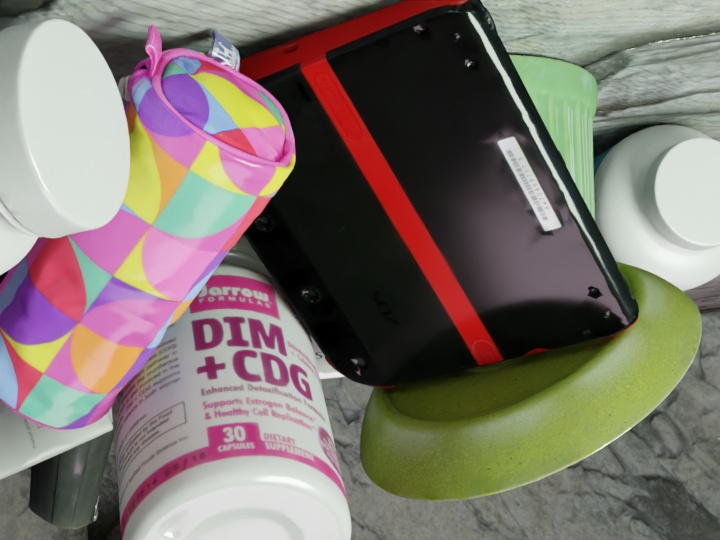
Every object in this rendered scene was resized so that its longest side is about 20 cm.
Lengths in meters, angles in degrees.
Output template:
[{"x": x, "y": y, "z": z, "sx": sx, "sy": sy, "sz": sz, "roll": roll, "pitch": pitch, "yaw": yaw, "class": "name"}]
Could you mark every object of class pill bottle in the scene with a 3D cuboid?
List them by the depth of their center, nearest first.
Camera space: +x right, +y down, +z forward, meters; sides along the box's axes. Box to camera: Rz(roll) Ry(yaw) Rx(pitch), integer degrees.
[{"x": -0.203, "y": -0.044, "z": 0.629, "sx": 0.197, "sy": 0.114, "sz": 0.112, "roll": -9, "pitch": 172, "yaw": 19, "class": "pill bottle"}, {"x": -0.075, "y": 0.070, "z": 0.788, "sx": 0.112, "sy": 0.201, "sz": 0.114, "roll": -7, "pitch": 133, "yaw": -8, "class": "pill bottle"}, {"x": 0.197, "y": -0.035, "z": 1.037, "sx": 0.109, "sy": 0.112, "sz": 0.200, "roll": -4, "pitch": 173, "yaw": -12, "class": "pill bottle"}]

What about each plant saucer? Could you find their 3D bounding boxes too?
[{"x": 0.083, "y": 0.048, "z": 0.800, "sx": 0.198, "sy": 0.031, "sz": 0.200, "roll": -23, "pitch": -159, "yaw": 9, "class": "plant saucer"}]

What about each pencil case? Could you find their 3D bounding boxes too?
[{"x": -0.109, "y": -0.016, "z": 0.699, "sx": 0.088, "sy": 0.089, "sz": 0.201, "roll": 2, "pitch": 135, "yaw": -47, "class": "pencil case"}]

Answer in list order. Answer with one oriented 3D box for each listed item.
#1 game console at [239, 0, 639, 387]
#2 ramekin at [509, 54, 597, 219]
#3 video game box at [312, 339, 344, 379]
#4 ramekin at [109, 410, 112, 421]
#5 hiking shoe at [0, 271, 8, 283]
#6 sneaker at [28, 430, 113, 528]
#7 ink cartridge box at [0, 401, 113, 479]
[{"x": 0.022, "y": -0.031, "z": 0.734, "sx": 0.175, "sy": 0.201, "sz": 0.031, "roll": -16, "pitch": -148, "yaw": 29, "class": "game console"}, {"x": 0.042, "y": -0.048, "z": 0.857, "sx": 0.197, "sy": 0.099, "sz": 0.200, "roll": -6, "pitch": 172, "yaw": -1, "class": "ramekin"}, {"x": 0.000, "y": 0.000, "z": 0.998, "sx": 0.180, "sy": 0.047, "sz": 0.201, "roll": -2, "pitch": -151, "yaw": -11, "class": "video game box"}, {"x": -0.138, "y": 0.035, "z": 1.097, "sx": 0.197, "sy": 0.106, "sz": 0.200, "roll": 11, "pitch": -167, "yaw": -3, "class": "ramekin"}, {"x": -0.179, "y": -0.001, "z": 0.817, "sx": 0.074, "sy": 0.087, "sz": 0.200, "roll": 30, "pitch": -123, "yaw": 31, "class": "hiking shoe"}, {"x": -0.226, "y": 0.117, "z": 1.153, "sx": 0.074, "sy": 0.108, "sz": 0.200, "roll": 11, "pitch": -169, "yaw": -9, "class": "sneaker"}, {"x": -0.277, "y": 0.102, "z": 0.931, "sx": 0.198, "sy": 0.085, "sz": 0.144, "roll": -22, "pitch": -176, "yaw": -31, "class": "ink cartridge box"}]
